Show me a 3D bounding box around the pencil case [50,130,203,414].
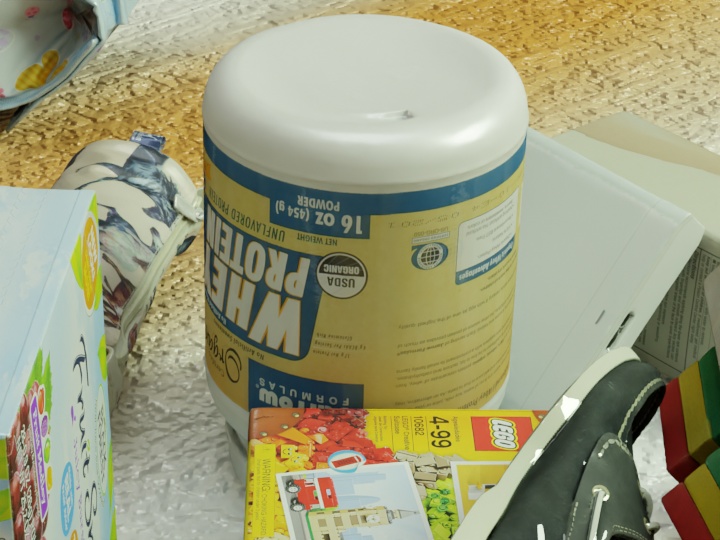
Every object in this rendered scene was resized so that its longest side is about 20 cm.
[{"bbox_3d":[-0.136,0.004,1.031,0.089,0.078,0.200,-12,27,16],"label":"pencil case"}]

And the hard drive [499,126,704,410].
[{"bbox_3d":[0.064,-0.010,1.038,0.200,0.132,0.026,33,-1,41],"label":"hard drive"}]

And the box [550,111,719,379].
[{"bbox_3d":[0.179,0.001,1.042,0.077,0.096,0.200,-22,39,-36],"label":"box"}]

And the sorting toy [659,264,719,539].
[{"bbox_3d":[0.197,0.118,0.787,0.200,0.070,0.199,42,21,-14],"label":"sorting toy"}]

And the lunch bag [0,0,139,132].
[{"bbox_3d":[-0.231,-0.169,1.280,0.198,0.128,0.170,-4,27,8],"label":"lunch bag"}]

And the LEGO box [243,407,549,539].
[{"bbox_3d":[0.026,0.142,0.807,0.148,0.078,0.200,0,30,-2],"label":"LEGO box"}]

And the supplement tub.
[{"bbox_3d":[0.000,0.000,0.925,0.143,0.201,0.145,1,29,-1],"label":"supplement tub"}]

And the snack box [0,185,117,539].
[{"bbox_3d":[-0.137,0.094,0.757,0.067,0.201,0.169,3,30,2],"label":"snack box"}]

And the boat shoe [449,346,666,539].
[{"bbox_3d":[0.077,0.097,0.753,0.067,0.072,0.200,30,36,10],"label":"boat shoe"}]
